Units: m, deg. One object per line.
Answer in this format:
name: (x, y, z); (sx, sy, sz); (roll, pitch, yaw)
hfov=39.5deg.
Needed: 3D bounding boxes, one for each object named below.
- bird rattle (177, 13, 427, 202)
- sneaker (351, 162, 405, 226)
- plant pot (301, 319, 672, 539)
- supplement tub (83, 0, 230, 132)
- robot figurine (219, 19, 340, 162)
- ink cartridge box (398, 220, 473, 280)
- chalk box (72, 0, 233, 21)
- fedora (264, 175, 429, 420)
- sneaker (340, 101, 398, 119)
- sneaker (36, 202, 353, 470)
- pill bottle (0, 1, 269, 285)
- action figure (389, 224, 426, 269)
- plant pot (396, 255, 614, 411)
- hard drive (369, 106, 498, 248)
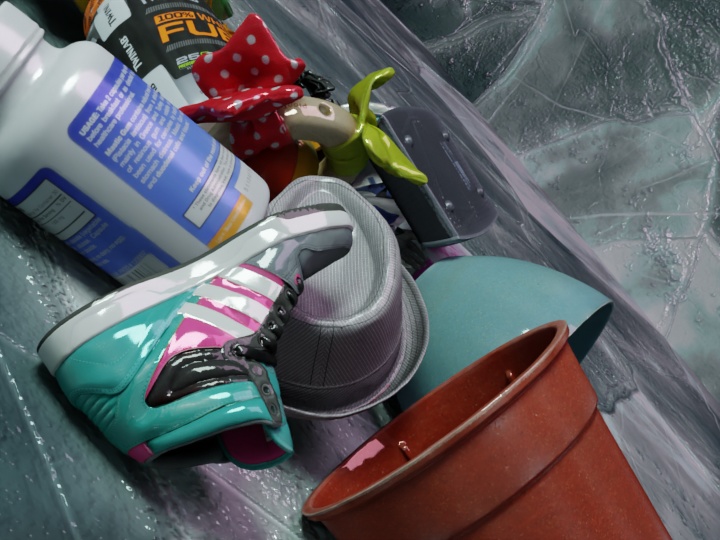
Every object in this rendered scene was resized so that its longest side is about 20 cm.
bird rattle: (-0.054, -0.088, 0.740); (0.199, 0.163, 0.113); (-2, 59, -40)
sneaker: (-0.010, -0.076, 1.094); (0.198, 0.115, 0.081); (1, 49, -24)
plant pot: (0.100, 0.168, 0.620); (0.196, 0.200, 0.201); (55, 17, 1)
supplement tub: (-0.154, -0.154, 0.837); (0.122, 0.123, 0.200); (22, 29, -54)
robot figurine: (-0.094, -0.137, 0.921); (0.200, 0.145, 0.058); (43, 16, 20)
ink cartridge box: (0.121, 0.043, 1.023); (0.196, 0.043, 0.200); (42, 17, -17)
chalk box: (-0.215, -0.304, 0.894); (0.200, 0.123, 0.125); (65, 1, -65)
fedora: (-0.031, 0.003, 0.691); (0.176, 0.091, 0.201); (10, 43, -6)
sneaker: (-0.026, -0.117, 1.008); (0.078, 0.199, 0.080); (128, -50, -65)
sneaker: (-0.061, 0.046, 0.560); (0.199, 0.084, 0.121); (-28, 80, -29)
pill bottle: (-0.164, -0.071, 0.633); (0.200, 0.112, 0.112); (40, 18, -23)
action figure: (0.000, 0.000, 0.876); (0.102, 0.119, 0.200); (35, 14, -19)
plant pot: (0.099, 0.065, 0.850); (0.135, 0.201, 0.200); (40, 14, 19)
hard drive: (0.065, -0.084, 0.918); (0.135, 0.042, 0.200); (58, 19, 1)
